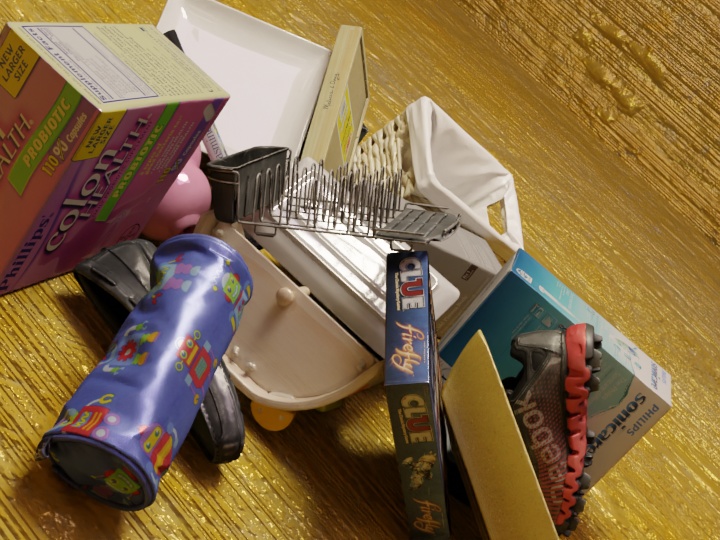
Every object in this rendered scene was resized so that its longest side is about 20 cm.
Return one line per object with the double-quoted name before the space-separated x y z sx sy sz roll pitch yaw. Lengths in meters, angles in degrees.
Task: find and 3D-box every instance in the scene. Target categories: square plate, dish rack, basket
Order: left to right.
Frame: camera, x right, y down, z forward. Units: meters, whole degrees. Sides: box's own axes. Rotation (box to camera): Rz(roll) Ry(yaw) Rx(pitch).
"square plate" -0.146 -0.200 1.272 0.198 0.028 0.200 21 60 -7
"dish rack" -0.016 -0.060 0.957 0.197 0.055 0.153 8 15 11
"basket" 0.091 -0.086 1.390 0.199 0.123 0.137 35 40 -40

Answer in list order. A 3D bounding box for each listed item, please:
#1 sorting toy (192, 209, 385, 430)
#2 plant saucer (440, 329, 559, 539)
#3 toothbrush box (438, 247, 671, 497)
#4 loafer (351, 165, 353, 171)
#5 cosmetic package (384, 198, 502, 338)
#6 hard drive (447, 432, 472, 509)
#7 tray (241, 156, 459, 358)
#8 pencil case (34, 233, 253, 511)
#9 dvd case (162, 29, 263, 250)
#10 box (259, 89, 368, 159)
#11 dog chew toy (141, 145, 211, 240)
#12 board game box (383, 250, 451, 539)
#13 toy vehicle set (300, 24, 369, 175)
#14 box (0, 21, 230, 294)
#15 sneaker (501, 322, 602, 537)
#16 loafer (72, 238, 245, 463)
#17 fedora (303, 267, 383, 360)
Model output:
"sorting toy" -0.055 0.055 1.004 0.200 0.107 0.180 41 12 17
"plant saucer" 0.113 0.179 0.944 0.200 0.048 0.202 72 0 -63
"toothbrush box" 0.181 0.103 1.120 0.199 0.147 0.085 39 22 2
"loafer" -0.005 -0.114 1.443 0.072 0.063 0.200 41 22 8
"cosmetic package" 0.056 -0.008 1.279 0.199 0.107 0.091 20 29 -37
"hard drive" 0.103 0.158 1.130 0.139 0.033 0.200 36 22 -11
"tray" -0.010 -0.018 1.043 0.200 0.022 0.107 42 58 11
"pencil case" -0.141 0.066 0.776 0.078 0.086 0.201 57 38 -32
"dvd case" -0.145 -0.129 1.129 0.143 0.017 0.202 -121 -172 -65
"box" -0.112 -0.211 1.429 0.199 0.086 0.164 9 38 -53
"dog chew toy" -0.203 -0.113 1.056 0.124 0.124 0.201 2 50 -57
"board game box" 0.047 0.104 0.925 0.034 0.201 0.136 -4 44 6
"toy vehicle set" -0.026 -0.164 1.323 0.026 0.125 0.202 8 58 10
"box" -0.221 -0.092 0.897 0.097 0.176 0.200 41 21 9
"sneaker" 0.167 0.144 1.052 0.097 0.203 0.071 4 14 11
"loafer" -0.153 0.064 0.871 0.070 0.068 0.201 -20 62 -30
"fedora" 0.000 0.000 1.121 0.201 0.092 0.201 46 0 0
